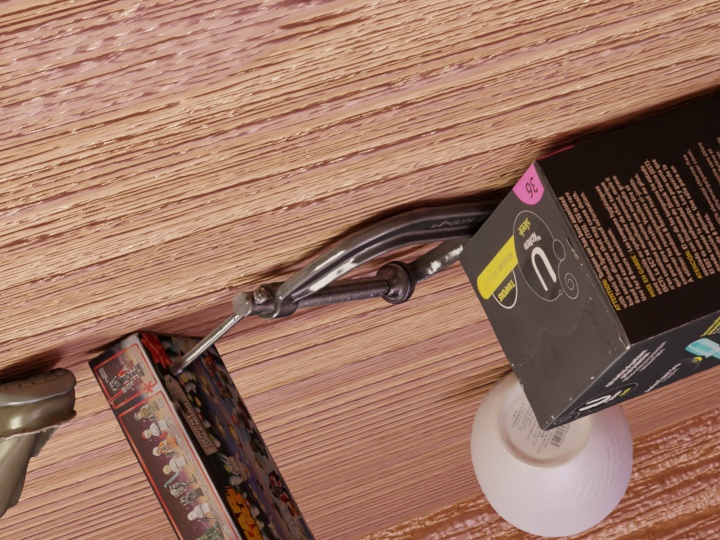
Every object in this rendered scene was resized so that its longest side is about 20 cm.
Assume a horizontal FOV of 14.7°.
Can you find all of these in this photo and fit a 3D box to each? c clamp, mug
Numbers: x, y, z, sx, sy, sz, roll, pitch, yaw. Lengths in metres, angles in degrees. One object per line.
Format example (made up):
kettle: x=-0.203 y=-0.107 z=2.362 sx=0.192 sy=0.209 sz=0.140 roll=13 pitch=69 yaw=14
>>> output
c clamp: x=0.000 y=0.000 z=1.674 sx=0.200 sy=0.027 sz=0.171 roll=-10 pitch=158 yaw=-50
mug: x=0.188 y=0.135 z=2.535 sx=0.200 sy=0.148 sz=0.175 roll=-51 pitch=165 yaw=-8

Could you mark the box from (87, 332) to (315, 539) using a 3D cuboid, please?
box: x=-0.082 y=0.134 z=1.687 sx=0.040 sy=0.200 sz=0.137 roll=-31 pitch=169 yaw=13

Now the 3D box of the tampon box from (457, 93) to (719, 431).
tampon box: x=0.186 y=-0.013 z=1.654 sx=0.200 sy=0.126 sz=0.150 roll=-19 pitch=164 yaw=-24

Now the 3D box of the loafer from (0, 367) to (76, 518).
loafer: x=-0.218 y=0.114 z=1.660 sx=0.075 sy=0.070 sz=0.200 roll=-16 pitch=168 yaw=-34
